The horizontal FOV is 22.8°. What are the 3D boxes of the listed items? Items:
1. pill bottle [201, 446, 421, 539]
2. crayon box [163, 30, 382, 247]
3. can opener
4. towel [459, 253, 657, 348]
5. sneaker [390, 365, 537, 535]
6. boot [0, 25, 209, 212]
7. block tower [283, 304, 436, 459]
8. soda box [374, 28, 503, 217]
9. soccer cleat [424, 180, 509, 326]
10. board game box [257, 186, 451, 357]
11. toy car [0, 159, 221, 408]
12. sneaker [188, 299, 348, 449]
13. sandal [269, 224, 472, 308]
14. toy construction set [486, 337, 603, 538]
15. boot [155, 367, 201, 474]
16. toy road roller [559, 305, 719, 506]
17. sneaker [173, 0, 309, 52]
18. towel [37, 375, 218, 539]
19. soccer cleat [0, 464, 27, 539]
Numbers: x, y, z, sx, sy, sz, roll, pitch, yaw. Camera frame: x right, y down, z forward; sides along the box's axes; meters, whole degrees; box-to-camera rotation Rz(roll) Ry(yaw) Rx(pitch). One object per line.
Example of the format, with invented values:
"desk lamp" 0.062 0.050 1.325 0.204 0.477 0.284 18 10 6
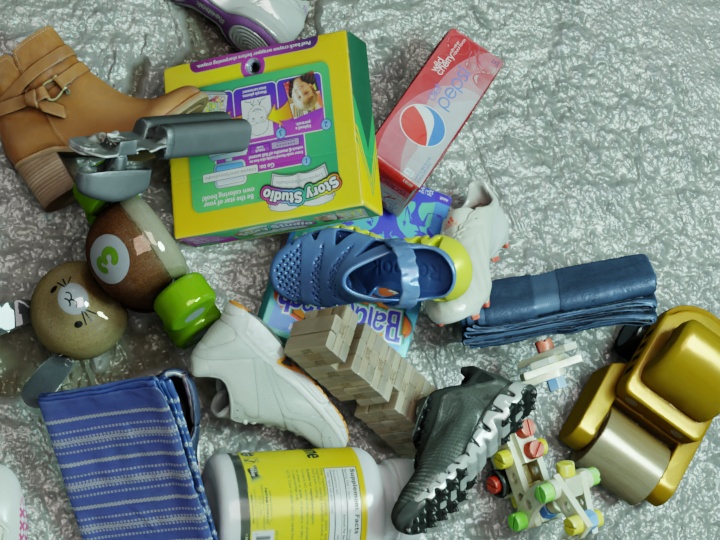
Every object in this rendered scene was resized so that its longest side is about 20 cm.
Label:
"pill bottle" -0.046 0.225 1.690 0.198 0.112 0.113 -1 78 -17
"crayon box" -0.086 -0.125 1.732 0.199 0.058 0.174 -9 80 20
"can opener" -0.184 -0.105 1.637 0.199 0.053 0.067 -10 115 -49
"towel" 0.196 0.032 1.779 0.198 0.112 0.049 -11 106 8
"sneaker" 0.078 0.164 1.683 0.090 0.067 0.200 30 59 24
"boot" -0.259 -0.168 1.719 0.199 0.077 0.156 -30 80 10
"block tower" 0.014 0.107 1.710 0.200 0.058 0.054 45 50 -37
"soda box" 0.066 -0.152 1.805 0.070 0.063 0.200 34 56 -1
"soccer cleat" 0.100 -0.016 1.766 0.200 0.069 0.078 -61 135 -55
"board game box" -0.008 -0.004 1.788 0.151 0.045 0.201 20 73 -11
"toy car" -0.256 0.027 1.663 0.199 0.158 0.165 -35 78 -8
"sneaker" -0.093 0.121 1.704 0.092 0.076 0.200 -44 119 -8
"sandal" 0.000 0.000 1.679 0.199 0.087 0.080 -3 100 26
"toy construction set" 0.173 0.169 1.756 0.092 0.131 0.202 2 74 -28
"boot" -0.182 0.193 1.669 0.072 0.090 0.202 -3 79 -17
"toy road roller" 0.306 0.127 1.797 0.123 0.146 0.201 35 71 -6
"sneaker" -0.139 -0.299 1.811 0.200 0.075 0.100 42 56 -9
"towel" -0.208 0.195 1.621 0.024 0.144 0.201 -39 117 -62
"soccer cleat" -0.337 0.271 1.608 0.069 0.086 0.202 10 75 -14
